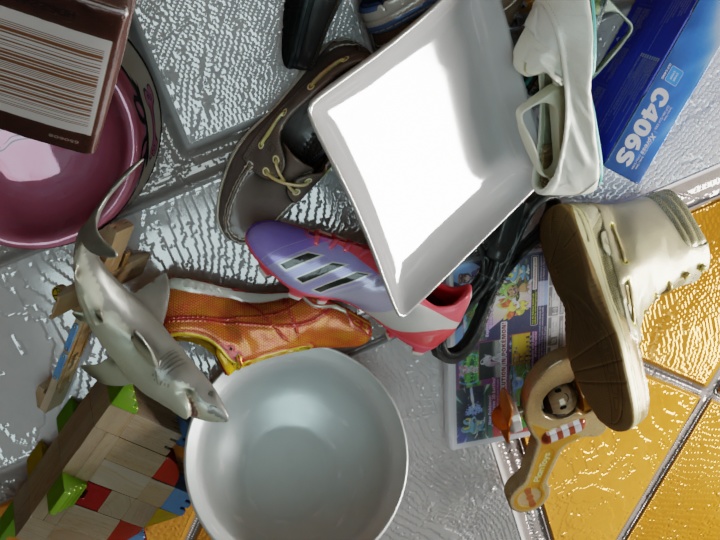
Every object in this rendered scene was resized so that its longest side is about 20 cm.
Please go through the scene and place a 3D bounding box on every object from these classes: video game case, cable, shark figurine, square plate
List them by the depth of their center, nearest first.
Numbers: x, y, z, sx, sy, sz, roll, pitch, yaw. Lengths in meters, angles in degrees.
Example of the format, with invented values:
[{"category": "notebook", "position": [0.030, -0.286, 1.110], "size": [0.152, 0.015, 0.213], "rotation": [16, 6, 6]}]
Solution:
[{"category": "shark figurine", "position": [-0.176, 0.018, 0.707], "size": [0.126, 0.090, 0.217], "rotation": [6, 131, 31]}, {"category": "square plate", "position": [0.058, -0.100, 0.710], "size": [0.200, 0.028, 0.200], "rotation": [-42, 128, -23]}, {"category": "cable", "position": [0.120, -0.012, 0.831], "size": [0.096, 0.050, 0.204], "rotation": [13, 102, -33]}, {"category": "video game case", "position": [0.168, 0.072, 0.896], "size": [0.178, 0.023, 0.204], "rotation": [-8, 113, -10]}]

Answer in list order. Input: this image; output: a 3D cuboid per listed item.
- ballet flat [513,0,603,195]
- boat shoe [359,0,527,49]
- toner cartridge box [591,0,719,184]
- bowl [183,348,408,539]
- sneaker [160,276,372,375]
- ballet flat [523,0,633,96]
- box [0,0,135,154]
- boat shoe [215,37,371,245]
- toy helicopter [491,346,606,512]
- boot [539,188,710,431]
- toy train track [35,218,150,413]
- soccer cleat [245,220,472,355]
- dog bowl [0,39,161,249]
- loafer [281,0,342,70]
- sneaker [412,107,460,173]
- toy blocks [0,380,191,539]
[{"category": "ballet flat", "position": [0.153, -0.147, 0.721], "size": [0.068, 0.070, 0.203], "rotation": [-16, 119, -6]}, {"category": "boat shoe", "position": [0.099, -0.229, 0.742], "size": [0.197, 0.073, 0.073], "rotation": [-23, 119, 8]}, {"category": "toner cartridge box", "position": [0.253, -0.183, 0.777], "size": [0.043, 0.095, 0.202], "rotation": [22, 105, -21]}, {"category": "bowl", "position": [-0.060, 0.176, 0.824], "size": [0.197, 0.091, 0.205], "rotation": [4, 66, -8]}, {"category": "sneaker", "position": [-0.088, 0.056, 0.794], "size": [0.195, 0.073, 0.079], "rotation": [4, 75, -5]}, {"category": "ballet flat", "position": [0.205, -0.232, 0.758], "size": [0.071, 0.072, 0.203], "rotation": [15, 112, -18]}, {"category": "box", "position": [-0.215, -0.215, 0.569], "size": [0.161, 0.166, 0.204], "rotation": [14, 63, -17]}, {"category": "boat shoe", "position": [-0.054, -0.101, 0.756], "size": [0.071, 0.060, 0.201], "rotation": [34, 100, -23]}, {"category": "toy helicopter", "position": [0.176, 0.159, 0.883], "size": [0.130, 0.079, 0.203], "rotation": [2, 122, -19]}, {"category": "boot", "position": [0.254, 0.030, 0.819], "size": [0.153, 0.073, 0.204], "rotation": [-10, 79, -28]}, {"category": "toy train track", "position": [-0.240, 0.036, 0.764], "size": [0.032, 0.114, 0.202], "rotation": [35, 118, 11]}, {"category": "soccer cleat", "position": [0.000, 0.000, 0.759], "size": [0.198, 0.067, 0.077], "rotation": [29, 121, -15]}, {"category": "dog bowl", "position": [-0.253, -0.108, 0.700], "size": [0.196, 0.074, 0.204], "rotation": [-5, 112, -11]}, {"category": "loafer", "position": [-0.007, -0.248, 0.706], "size": [0.071, 0.073, 0.203], "rotation": [15, 108, -23]}, {"category": "sneaker", "position": [0.062, -0.070, 0.791], "size": [0.077, 0.070, 0.203], "rotation": [-31, 134, -32]}, {"category": "toy blocks", "position": [-0.213, 0.188, 0.824], "size": [0.136, 0.100, 0.201], "rotation": [31, 102, -34]}]
